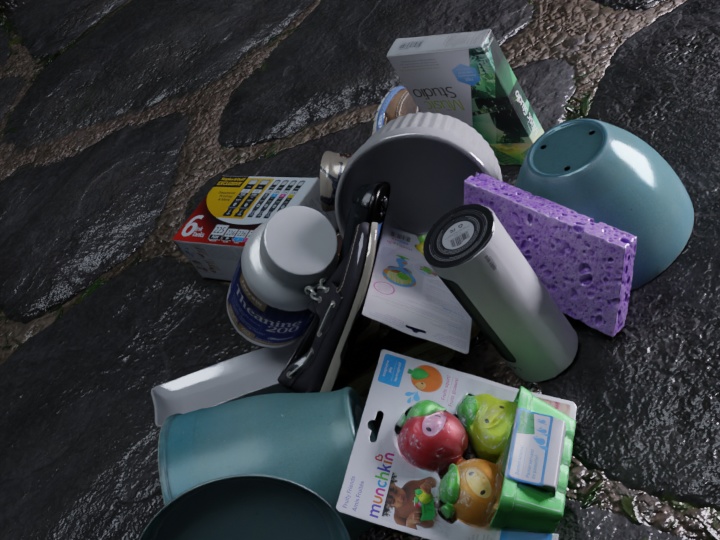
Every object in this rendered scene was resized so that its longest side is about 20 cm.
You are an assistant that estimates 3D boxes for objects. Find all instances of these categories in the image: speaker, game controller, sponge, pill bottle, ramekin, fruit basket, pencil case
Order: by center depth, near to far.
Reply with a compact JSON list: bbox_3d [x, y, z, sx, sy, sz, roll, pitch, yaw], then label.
[{"bbox_3d":[0.095,0.166,1.018,0.199,0.094,0.186,20,50,-1],"label":"fruit basket"},{"bbox_3d":[0.145,0.026,1.112,0.081,0.200,0.082,-23,40,21],"label":"speaker"},{"bbox_3d":[0.192,-0.020,1.162,0.199,0.112,0.030,27,44,33],"label":"sponge"},{"bbox_3d":[0.000,0.000,1.223,0.042,0.201,0.104,16,11,16],"label":"game controller"},{"bbox_3d":[-0.087,0.006,1.266,0.111,0.111,0.200,-56,-1,-27],"label":"pill bottle"},{"bbox_3d":[0.076,-0.091,1.305,0.199,0.201,0.105,-17,26,22],"label":"ramekin"},{"bbox_3d":[0.039,-0.117,1.413,0.199,0.078,0.090,-1,21,13],"label":"pencil case"}]

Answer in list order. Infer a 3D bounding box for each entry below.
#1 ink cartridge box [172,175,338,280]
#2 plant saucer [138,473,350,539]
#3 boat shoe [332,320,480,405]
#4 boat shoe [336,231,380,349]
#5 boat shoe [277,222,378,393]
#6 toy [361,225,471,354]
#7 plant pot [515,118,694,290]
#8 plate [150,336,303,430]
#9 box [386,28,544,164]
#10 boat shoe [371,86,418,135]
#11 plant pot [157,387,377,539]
[{"bbox_3d":[-0.131,-0.073,1.532,0.199,0.084,0.176,5,51,42],"label":"ink cartridge box"},{"bbox_3d":[-0.106,0.264,0.998,0.199,0.201,0.027,-32,24,3],"label":"plant saucer"},{"bbox_3d":[0.052,0.102,1.226,0.199,0.063,0.073,-29,21,2],"label":"boat shoe"},{"bbox_3d":[-0.020,0.007,1.367,0.072,0.072,0.201,-22,38,15],"label":"boat shoe"},{"bbox_3d":[-0.033,0.040,1.141,0.073,0.062,0.201,-62,-9,-79],"label":"boat shoe"},{"bbox_3d":[0.063,0.028,1.195,0.114,0.047,0.200,20,33,-2],"label":"toy"},{"bbox_3d":[0.249,-0.085,1.212,0.199,0.135,0.201,-20,39,17],"label":"plant pot"},{"bbox_3d":[-0.139,0.134,1.268,0.199,0.033,0.200,-19,10,-10],"label":"plate"},{"bbox_3d":[0.138,-0.211,1.383,0.144,0.200,0.036,4,55,40],"label":"box"},{"bbox_3d":[0.057,-0.170,1.519,0.072,0.072,0.201,-1,58,30],"label":"boat shoe"},{"bbox_3d":[-0.072,0.209,1.094,0.187,0.201,0.201,-20,38,6],"label":"plant pot"}]
